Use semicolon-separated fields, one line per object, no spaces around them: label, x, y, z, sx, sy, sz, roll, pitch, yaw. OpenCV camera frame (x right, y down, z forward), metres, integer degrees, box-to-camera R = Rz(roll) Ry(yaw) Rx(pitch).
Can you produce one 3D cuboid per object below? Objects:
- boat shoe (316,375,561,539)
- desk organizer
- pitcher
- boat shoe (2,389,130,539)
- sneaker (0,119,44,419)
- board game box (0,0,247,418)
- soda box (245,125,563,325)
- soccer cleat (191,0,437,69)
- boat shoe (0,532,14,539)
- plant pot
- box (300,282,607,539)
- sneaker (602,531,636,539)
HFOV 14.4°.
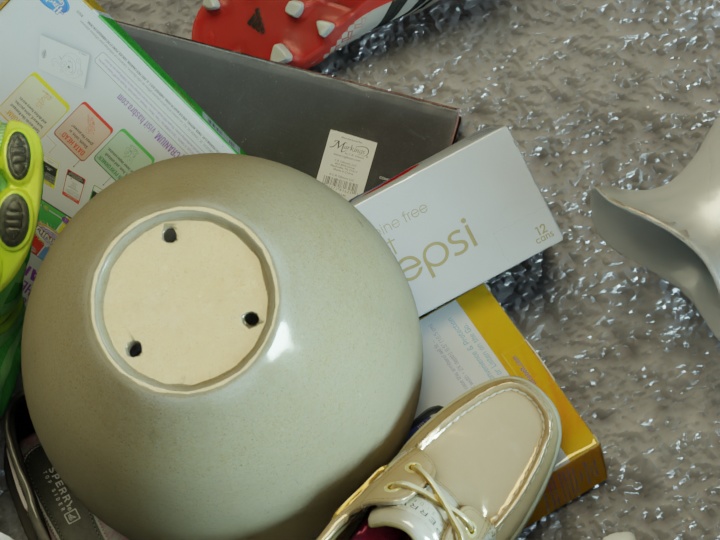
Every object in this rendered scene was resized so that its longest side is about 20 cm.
boat shoe;0.024;0.129;1.340;0.074;0.069;0.200;40;81;6
desk organizer;-0.048;-0.077;1.535;0.199;0.077;0.072;15;93;5
pitcher;0.242;-0.034;1.427;0.200;0.121;0.172;-38;84;-8
boat shoe;-0.131;0.141;1.418;0.067;0.057;0.200;-29;54;-8
sneaker;-0.201;0.016;1.416;0.074;0.201;0.084;16;16;2
board game box;-0.179;-0.039;1.474;0.200;0.040;0.153;-44;99;4
soda box;0.000;0.000;1.457;0.199;0.064;0.068;-28;94;-1
soccer cleat;-0.002;-0.159;1.595;0.199;0.085;0.069;-26;81;22
boat shoe;-0.271;0.153;1.440;0.199;0.072;0.068;11;57;12
plant pot;-0.073;0.030;1.348;0.199;0.135;0.202;-1;77;5
box;0.009;0.103;1.423;0.199;0.042;0.119;-31;55;-5
sneaker;0.097;0.220;1.307;0.111;0.073;0.201;-17;46;6
